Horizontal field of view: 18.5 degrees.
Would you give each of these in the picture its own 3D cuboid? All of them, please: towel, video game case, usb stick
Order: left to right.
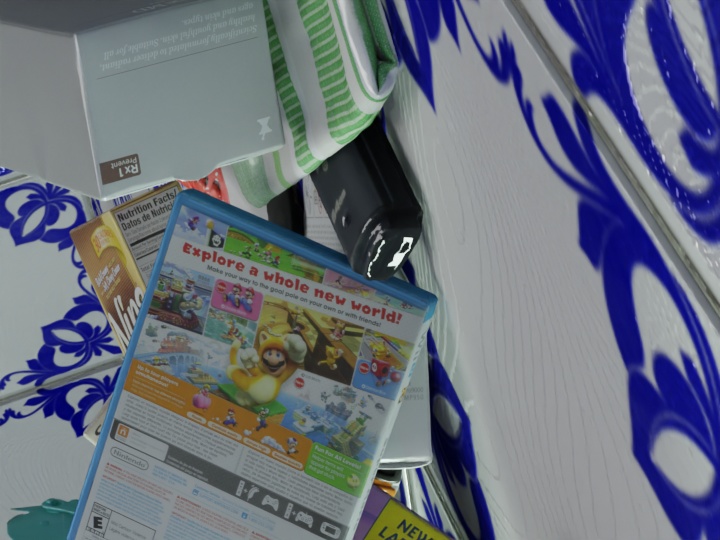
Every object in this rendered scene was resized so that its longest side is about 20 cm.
[{"bbox_3d":[-0.058,0.078,1.117,0.202,0.142,0.018,-71,-14,16],"label":"video game case"},{"bbox_3d":[-0.042,-0.124,1.056,0.200,0.023,0.154,-29,78,65],"label":"towel"},{"bbox_3d":[-0.020,-0.084,1.103,0.056,0.032,0.201,-58,45,41],"label":"usb stick"}]

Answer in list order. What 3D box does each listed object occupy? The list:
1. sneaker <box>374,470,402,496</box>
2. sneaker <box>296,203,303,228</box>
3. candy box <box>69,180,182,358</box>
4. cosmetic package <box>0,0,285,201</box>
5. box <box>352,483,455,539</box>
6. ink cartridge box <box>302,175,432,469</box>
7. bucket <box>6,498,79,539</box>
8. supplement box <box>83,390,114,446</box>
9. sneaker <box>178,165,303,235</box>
[{"bbox_3d":[-0.045,0.060,1.377,0.201,0.075,0.092,61,180,-3],"label":"sneaker"},{"bbox_3d":[-0.090,-0.059,1.467,0.121,0.083,0.202,130,121,-68],"label":"sneaker"},{"bbox_3d":[-0.116,0.049,1.444,0.201,0.055,0.115,66,158,-3],"label":"candy box"},{"bbox_3d":[-0.134,-0.099,1.098,0.199,0.106,0.091,12,116,55],"label":"cosmetic package"},{"bbox_3d":[-0.069,0.186,1.198,0.175,0.201,0.097,34,173,11],"label":"box"},{"bbox_3d":[0.000,0.000,1.203,0.163,0.056,0.202,-173,86,-80],"label":"ink cartridge box"},{"bbox_3d":[-0.129,0.231,1.351,0.207,0.133,0.209,166,90,-86],"label":"bucket"},{"bbox_3d":[-0.093,0.151,1.571,0.199,0.074,0.126,38,176,4],"label":"supplement box"},{"bbox_3d":[-0.101,-0.067,1.338,0.067,0.107,0.203,77,178,-53],"label":"sneaker"}]
